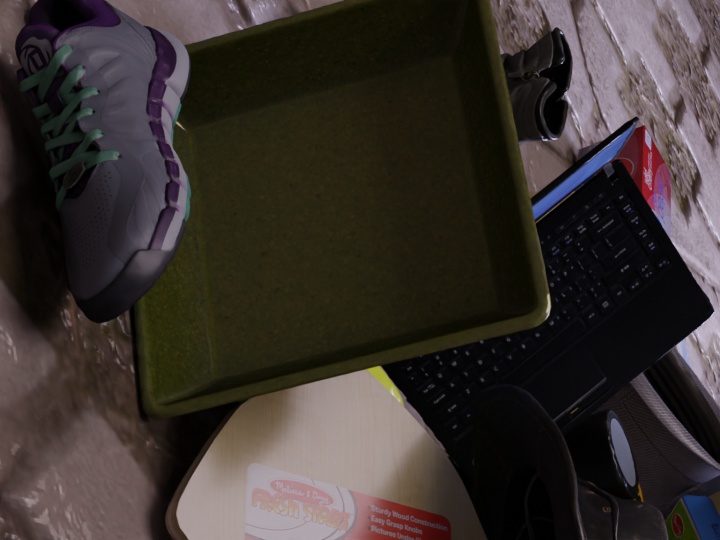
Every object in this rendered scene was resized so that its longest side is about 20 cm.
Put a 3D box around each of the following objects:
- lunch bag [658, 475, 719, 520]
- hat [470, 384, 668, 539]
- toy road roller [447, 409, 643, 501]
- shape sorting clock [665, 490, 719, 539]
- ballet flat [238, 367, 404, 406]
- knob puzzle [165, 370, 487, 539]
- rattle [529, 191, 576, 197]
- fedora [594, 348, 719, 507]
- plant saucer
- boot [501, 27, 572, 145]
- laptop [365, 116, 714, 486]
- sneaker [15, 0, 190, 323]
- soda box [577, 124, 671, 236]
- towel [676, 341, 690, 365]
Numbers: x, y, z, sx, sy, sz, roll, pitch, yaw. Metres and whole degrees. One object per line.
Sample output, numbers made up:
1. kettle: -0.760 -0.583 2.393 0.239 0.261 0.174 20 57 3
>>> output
1. lunch bag: 0.294 0.268 1.428 0.164 0.117 0.201 -103 167 -78
2. hat: 0.113 0.150 0.977 0.201 0.081 0.202 177 -90 -77
3. toy road roller: 0.132 0.193 1.165 0.146 0.122 0.201 47 30 -52
4. shape sorting clock: 0.198 0.224 1.207 0.039 0.200 0.200 30 32 -7
5. ballet flat: 0.002 0.094 1.013 0.200 0.067 0.067 46 10 -49
6. knob puzzle: -0.013 0.139 0.925 0.219 0.030 0.221 18 58 -32
7. rattle: 0.113 0.059 1.200 0.143 0.130 0.201 -135 -143 -52
8. fedora: 0.202 0.108 1.419 0.200 0.090 0.177 54 17 11
9. plant saucer: -0.014 -0.032 0.935 0.048 0.199 0.200 55 24 -61
10. boot: 0.091 -0.138 1.341 0.068 0.130 0.200 53 28 -36
11. laptop: 0.104 0.027 1.026 0.200 0.177 0.103 53 -2 -30
12. sneaker: -0.130 -0.061 0.871 0.087 0.074 0.200 38 26 -29
13. soda box: 0.225 -0.039 1.643 0.064 0.070 0.200 57 25 -28
14. towel: 0.281 0.110 1.666 0.147 0.024 0.201 -54 129 -74
